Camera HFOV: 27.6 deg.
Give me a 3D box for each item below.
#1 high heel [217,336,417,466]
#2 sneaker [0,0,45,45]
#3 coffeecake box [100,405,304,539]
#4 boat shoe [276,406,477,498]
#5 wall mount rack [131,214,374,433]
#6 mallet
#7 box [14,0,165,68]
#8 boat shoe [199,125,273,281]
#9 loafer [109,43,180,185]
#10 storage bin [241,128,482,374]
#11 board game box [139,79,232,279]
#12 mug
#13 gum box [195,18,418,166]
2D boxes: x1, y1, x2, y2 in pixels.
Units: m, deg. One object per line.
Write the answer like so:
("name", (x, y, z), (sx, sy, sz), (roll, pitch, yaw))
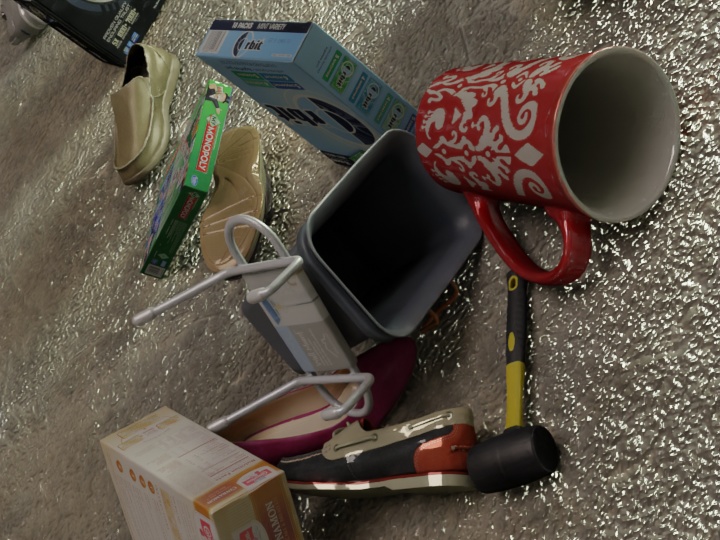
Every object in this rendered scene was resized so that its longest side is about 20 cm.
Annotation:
("high heel", (-0.044, 0.112, 1.263), (0.200, 0.096, 0.068), (-40, 39, 22))
("sneaker", (-0.530, -0.425, 2.259), (0.082, 0.075, 0.201), (-40, 39, 19))
("coffeecake box", (-0.124, 0.218, 1.220), (0.073, 0.155, 0.199), (-26, 25, -28))
("boat shoe", (0.010, 0.150, 1.186), (0.198, 0.071, 0.063), (-11, 73, 38))
("wall mount rack", (-0.084, 0.059, 1.180), (0.173, 0.201, 0.075), (-10, 28, 48))
("mallet", (0.114, 0.085, 1.155), (0.065, 0.041, 0.202), (-30, 40, 27))
("box", (-0.338, -0.399, 1.941), (0.086, 0.163, 0.201), (22, 80, 54))
("boat shoe", (-0.121, -0.063, 1.516), (0.071, 0.065, 0.202), (-17, 46, 14))
("loafer", (-0.273, -0.194, 1.790), (0.076, 0.067, 0.202), (-26, 46, 35))
("storage bin", (0.000, 0.000, 1.257), (0.134, 0.146, 0.200), (-36, 10, 42))
("board game box", (-0.189, -0.095, 1.578), (0.200, 0.029, 0.136), (129, 155, -57))
("mug", (0.132, -0.095, 1.189), (0.199, 0.133, 0.179), (11, 67, 56))
("gum box", (-0.032, -0.159, 1.368), (0.169, 0.199, 0.045), (15, 73, 52))
